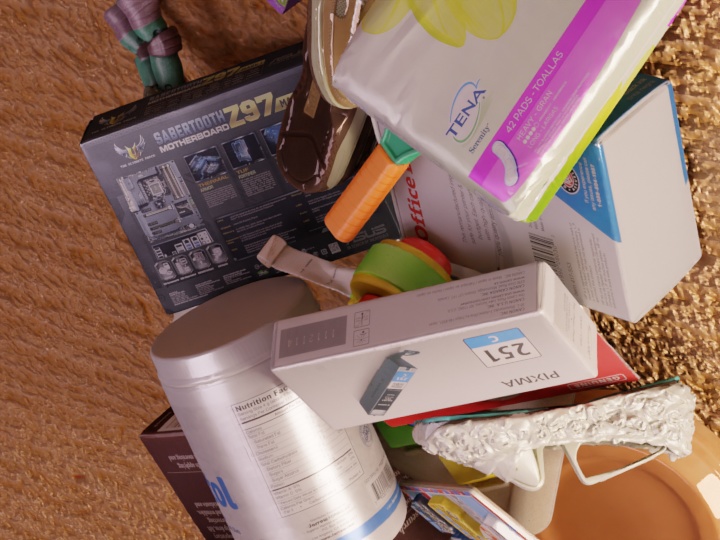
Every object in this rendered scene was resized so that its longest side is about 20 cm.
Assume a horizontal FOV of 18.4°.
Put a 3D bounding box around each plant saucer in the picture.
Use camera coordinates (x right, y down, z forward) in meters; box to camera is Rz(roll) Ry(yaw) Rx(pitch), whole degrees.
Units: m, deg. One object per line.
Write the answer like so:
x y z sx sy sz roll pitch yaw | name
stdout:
0.194 0.181 1.628 0.200 0.037 0.200 13 124 21 | plant saucer

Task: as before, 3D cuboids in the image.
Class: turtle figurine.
-0.125 -0.126 1.708 0.150 0.101 0.200 -20 102 57 | turtle figurine

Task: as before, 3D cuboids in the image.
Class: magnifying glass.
0.032 -0.091 1.448 0.080 0.022 0.200 54 133 20 | magnifying glass

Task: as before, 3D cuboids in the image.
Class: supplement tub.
-0.059 0.120 1.641 0.132 0.132 0.200 -3 117 52 | supplement tub

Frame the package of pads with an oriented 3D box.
0.093 -0.152 1.336 0.154 0.068 0.200 38 103 17 | package of pads

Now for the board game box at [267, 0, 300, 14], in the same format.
-0.064 -0.276 1.534 0.120 0.032 0.200 48 149 10 | board game box

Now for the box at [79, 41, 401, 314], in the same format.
-0.086 -0.069 1.653 0.200 0.051 0.158 -19 116 14 | box

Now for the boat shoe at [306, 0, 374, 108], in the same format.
0.017 -0.197 1.422 0.076 0.072 0.200 18 111 31 | boat shoe

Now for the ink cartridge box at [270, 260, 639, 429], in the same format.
0.068 0.070 1.504 0.200 0.045 0.176 -13 145 25 | ink cartridge box

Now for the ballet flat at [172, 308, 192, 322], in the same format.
-0.140 0.062 1.947 0.071 0.071 0.200 36 146 21 | ballet flat

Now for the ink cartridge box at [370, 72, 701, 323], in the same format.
0.114 -0.067 1.477 0.200 0.086 0.147 21 138 41 | ink cartridge box

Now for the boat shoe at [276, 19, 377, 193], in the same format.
0.003 -0.150 1.543 0.075 0.075 0.203 43 125 27 | boat shoe

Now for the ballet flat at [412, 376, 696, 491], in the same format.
0.138 0.118 1.536 0.072 0.200 0.072 171 90 -87 | ballet flat

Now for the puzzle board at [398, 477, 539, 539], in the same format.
0.125 0.222 1.640 0.200 0.017 0.151 40 166 -13 | puzzle board

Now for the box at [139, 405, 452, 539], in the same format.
-0.040 0.164 1.836 0.166 0.164 0.200 -9 117 53 | box

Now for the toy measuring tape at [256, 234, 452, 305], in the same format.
0.000 0.000 1.549 0.200 0.074 0.074 22 139 34 | toy measuring tape

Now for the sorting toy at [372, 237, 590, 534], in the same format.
0.069 0.079 1.638 0.200 0.036 0.185 22 110 39 | sorting toy
